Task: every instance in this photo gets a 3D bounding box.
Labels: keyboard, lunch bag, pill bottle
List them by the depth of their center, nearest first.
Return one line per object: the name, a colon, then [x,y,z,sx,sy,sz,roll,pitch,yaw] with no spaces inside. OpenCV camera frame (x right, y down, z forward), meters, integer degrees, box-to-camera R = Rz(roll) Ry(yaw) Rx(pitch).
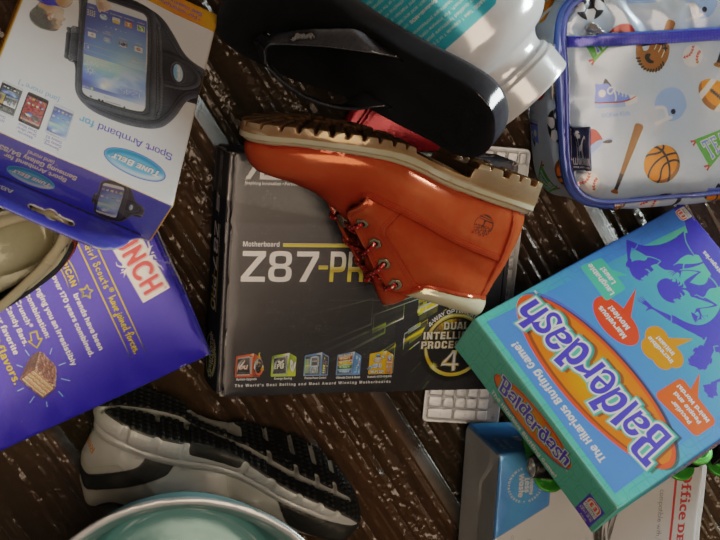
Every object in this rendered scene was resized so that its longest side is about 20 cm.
pill bottle: [0.038,-0.181,0.897,0.111,0.111,0.200,-42,99,-2]
lunch bag: [0.209,-0.127,0.985,0.200,0.076,0.160,-5,100,-14]
keyboard: [0.081,0.011,1.014,0.056,0.011,0.200,3,100,-15]

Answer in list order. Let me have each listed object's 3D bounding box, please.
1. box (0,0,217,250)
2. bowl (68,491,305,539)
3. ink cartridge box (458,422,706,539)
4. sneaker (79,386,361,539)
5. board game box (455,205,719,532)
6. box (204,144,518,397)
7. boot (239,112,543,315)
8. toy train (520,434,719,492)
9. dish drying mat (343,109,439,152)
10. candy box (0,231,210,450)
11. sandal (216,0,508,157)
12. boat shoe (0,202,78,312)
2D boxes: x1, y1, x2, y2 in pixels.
box: [-0.157,-0.103,0.843,0.119,0.200,0.041,23,133,-18]
bowl: [-0.109,0.219,0.899,0.201,0.105,0.201,-1,101,-6]
ink cartridge box: [0.176,0.170,1.037,0.200,0.067,0.116,-1,102,-17]
sneaker: [-0.096,0.145,0.975,0.200,0.074,0.080,22,110,-13]
board game box: [0.186,0.059,0.960,0.200,0.045,0.152,-28,71,-28]
box: [0.000,0.000,0.955,0.200,0.049,0.161,1,101,-19]
boot: [0.010,-0.034,0.889,0.200,0.075,0.107,17,100,-22]
toy train: [0.203,0.114,0.984,0.200,0.042,0.056,-3,61,-18]
dish drying mat: [0.018,-0.079,0.975,0.077,0.018,0.200,33,92,-19]
candy box: [-0.219,0.015,0.905,0.200,0.077,0.169,-24,104,-7]
sandal: [-0.007,-0.125,0.865,0.043,0.200,0.076,-49,154,-35]
boat shoe: [-0.250,0.019,0.827,0.200,0.063,0.071,-33,106,-4]
